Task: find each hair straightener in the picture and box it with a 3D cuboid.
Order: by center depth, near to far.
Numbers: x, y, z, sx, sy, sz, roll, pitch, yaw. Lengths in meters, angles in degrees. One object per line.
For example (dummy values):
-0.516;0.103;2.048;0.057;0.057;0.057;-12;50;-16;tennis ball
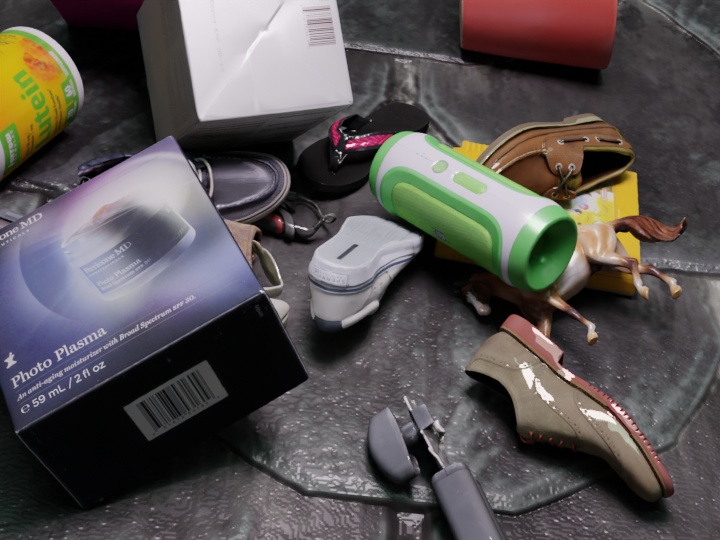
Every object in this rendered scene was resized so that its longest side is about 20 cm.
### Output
-0.115;-0.081;1.144;0.199;0.041;0.077;15;42;8;hair straightener

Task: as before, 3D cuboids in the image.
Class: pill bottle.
-0.363;-0.141;1.112;0.110;0.112;0.200;21;43;13;pill bottle

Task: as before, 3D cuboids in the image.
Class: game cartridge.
0.181;-0.059;1.183;0.199;0.033;0.177;12;41;1;game cartridge

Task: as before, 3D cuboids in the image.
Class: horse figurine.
0.202;0.007;1.068;0.199;0.050;0.133;-36;49;-3;horse figurine

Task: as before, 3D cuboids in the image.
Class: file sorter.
-0.258;-0.340;1.270;0.138;0.126;0.200;3;1;-7;file sorter

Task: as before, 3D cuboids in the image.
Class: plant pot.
0.206;-0.338;1.392;0.176;0.201;0.201;0;41;4;plant pot

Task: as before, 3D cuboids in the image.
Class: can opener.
0.062;0.181;0.892;0.067;0.053;0.201;-30;47;5;can opener

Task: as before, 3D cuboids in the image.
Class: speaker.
0.099;-0.057;1.072;0.088;0.089;0.200;-26;43;-33;speaker

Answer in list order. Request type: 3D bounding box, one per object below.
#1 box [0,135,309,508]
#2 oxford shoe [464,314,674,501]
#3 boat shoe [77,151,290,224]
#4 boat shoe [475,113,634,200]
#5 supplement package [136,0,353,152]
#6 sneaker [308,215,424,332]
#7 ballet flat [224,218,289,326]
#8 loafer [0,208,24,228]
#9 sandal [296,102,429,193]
-0.179;0.034;0.899;0.199;0.124;0.199;-30;49;-7;box
0.169;0.127;0.964;0.075;0.071;0.200;-40;58;-10;oxford shoe
-0.162;-0.075;1.065;0.199;0.093;0.075;-11;81;-4;boat shoe
0.194;-0.106;1.164;0.199;0.072;0.068;-25;49;-31;boat shoe
-0.118;-0.207;1.131;0.150;0.200;0.153;-9;89;-20;supplement package
0.000;0.000;1.060;0.073;0.071;0.200;21;21;19;sneaker
-0.097;0.024;1.015;0.067;0.068;0.201;4;43;-17;ballet flat
-0.360;-0.028;1.022;0.199;0.072;0.063;14;46;1;loafer
0.003;-0.142;1.232;0.075;0.045;0.200;31;46;22;sandal
